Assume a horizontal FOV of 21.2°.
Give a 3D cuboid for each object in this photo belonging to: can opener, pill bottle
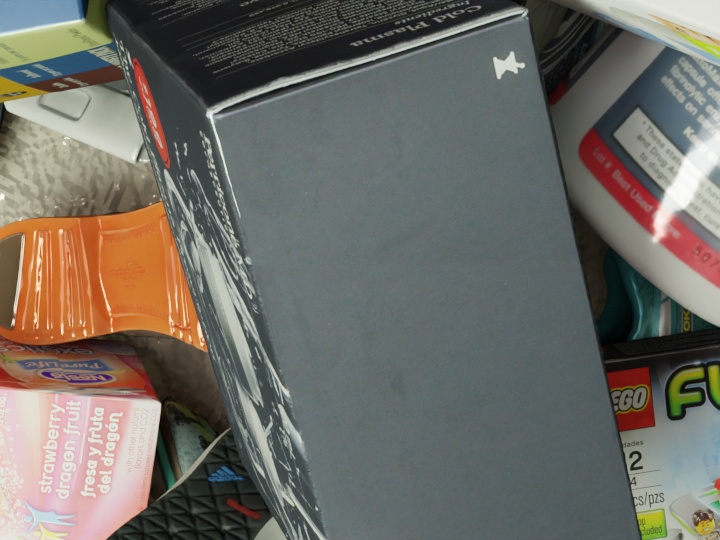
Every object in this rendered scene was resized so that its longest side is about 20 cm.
[{"bbox_3d":[-0.070,-0.064,0.828,0.199,0.066,0.053,24,78,11],"label":"can opener"},{"bbox_3d":[0.167,-0.086,0.682,0.120,0.120,0.200,45,111,10],"label":"pill bottle"}]

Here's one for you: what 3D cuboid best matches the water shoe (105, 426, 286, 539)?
[{"bbox_3d":[-0.047,0.117,0.784,0.071,0.200,0.079,29,126,28],"label":"water shoe"}]

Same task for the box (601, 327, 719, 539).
[{"bbox_3d":[0.179,0.072,0.729,0.199,0.035,0.111,-9,97,-4],"label":"box"}]

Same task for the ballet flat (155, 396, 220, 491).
[{"bbox_3d":[-0.041,0.148,0.848,0.074,0.074,0.201,-12,93,20],"label":"ballet flat"}]

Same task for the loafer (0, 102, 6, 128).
[{"bbox_3d":[-0.200,-0.131,0.858,0.068,0.070,0.202,4,96,41],"label":"loafer"}]

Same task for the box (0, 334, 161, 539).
[{"bbox_3d":[-0.150,0.134,0.837,0.094,0.103,0.201,6,101,-16],"label":"box"}]

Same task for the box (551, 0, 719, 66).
[{"bbox_3d":[0.087,-0.132,0.603,0.200,0.112,0.102,27,98,33],"label":"box"}]

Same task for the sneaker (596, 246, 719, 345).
[{"bbox_3d":[0.083,0.077,0.776,0.079,0.078,0.201,28,96,-17],"label":"sneaker"}]

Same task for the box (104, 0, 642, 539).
[{"bbox_3d":[0.000,0.000,0.662,0.104,0.182,0.201,-20,111,-11],"label":"box"}]

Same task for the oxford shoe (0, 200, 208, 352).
[{"bbox_3d":[-0.065,-0.002,0.828,0.199,0.073,0.072,3,95,23],"label":"oxford shoe"}]

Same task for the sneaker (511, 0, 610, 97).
[{"bbox_3d":[0.087,-0.153,0.730,0.078,0.086,0.201,36,103,39],"label":"sneaker"}]

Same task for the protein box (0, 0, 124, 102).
[{"bbox_3d":[-0.201,-0.164,0.753,0.199,0.135,0.200,-10,87,7],"label":"protein box"}]
